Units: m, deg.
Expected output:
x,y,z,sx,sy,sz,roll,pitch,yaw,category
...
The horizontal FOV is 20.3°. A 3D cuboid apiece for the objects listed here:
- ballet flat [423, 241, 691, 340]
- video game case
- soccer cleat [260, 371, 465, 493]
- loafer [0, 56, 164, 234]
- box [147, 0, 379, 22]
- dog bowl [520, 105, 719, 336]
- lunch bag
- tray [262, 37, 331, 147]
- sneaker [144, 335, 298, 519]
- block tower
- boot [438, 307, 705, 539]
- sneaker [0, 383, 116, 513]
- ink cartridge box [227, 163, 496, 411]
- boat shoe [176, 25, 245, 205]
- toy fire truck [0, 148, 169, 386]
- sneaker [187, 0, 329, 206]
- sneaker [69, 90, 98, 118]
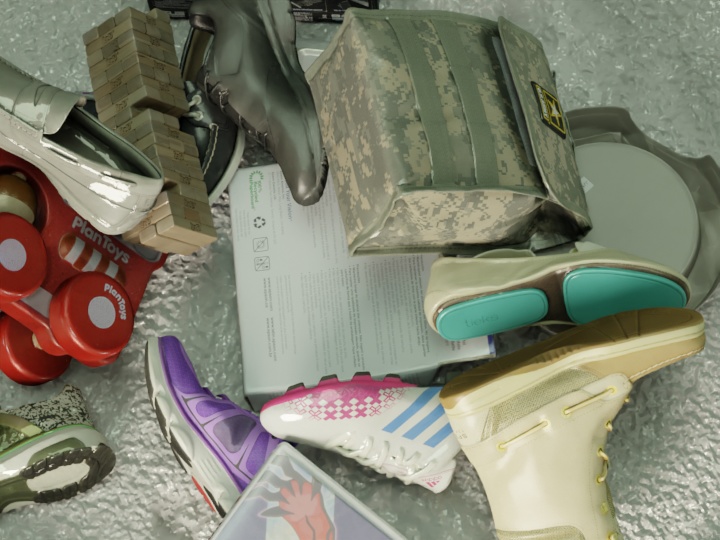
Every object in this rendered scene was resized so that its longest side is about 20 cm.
x,y,z,sx,sy,sz,roll,pitch,yaw,category
0.145,0.007,1.504,0.198,0.070,0.070,-4,65,1,ballet flat
-0.032,0.255,1.445,0.199,0.023,0.183,38,71,-4,video game case
0.025,0.122,1.492,0.198,0.070,0.087,-2,71,-20,soccer cleat
-0.231,-0.112,1.499,0.199,0.070,0.070,38,36,-9,loafer
-0.085,-0.265,1.651,0.198,0.158,0.050,2,65,5,box
0.193,-0.028,1.581,0.198,0.059,0.202,-1,65,2,dog bowl
0.079,-0.102,1.514,0.198,0.118,0.165,-1,64,-27,lunch bag
0.022,-0.142,1.663,0.198,0.022,0.108,6,65,6,tray
-0.096,0.129,1.520,0.083,0.081,0.201,-33,77,-14,sneaker
-0.167,-0.111,1.582,0.054,0.058,0.202,-26,65,29,block tower
0.173,0.123,1.466,0.198,0.073,0.157,-20,100,2,boot
-0.289,0.139,1.533,0.198,0.077,0.089,-12,52,-8,sneaker
0.000,0.000,1.579,0.198,0.041,0.201,-9,64,7,ink cartridge box
-0.125,-0.138,1.634,0.073,0.060,0.202,-3,59,39,boat shoe
-0.245,-0.020,1.543,0.199,0.112,0.169,37,54,-26,toy fire truck
-0.079,-0.137,1.581,0.090,0.076,0.202,-15,68,-10,sneaker
-0.261,-0.119,1.601,0.199,0.140,0.078,-25,63,-9,sneaker
